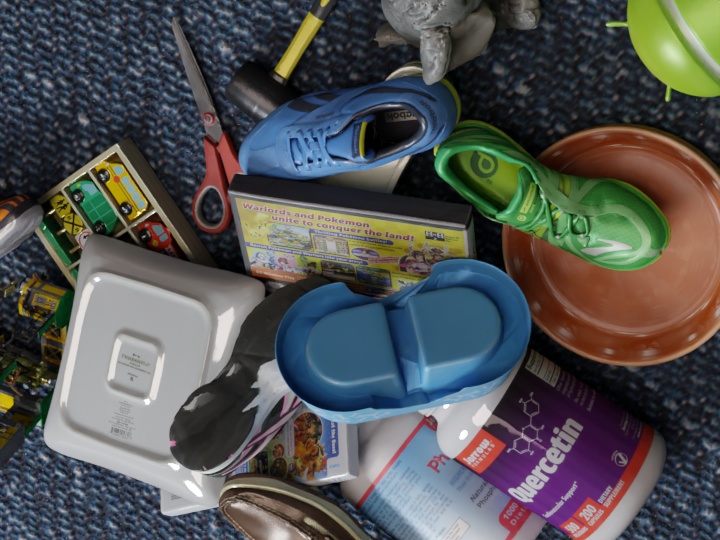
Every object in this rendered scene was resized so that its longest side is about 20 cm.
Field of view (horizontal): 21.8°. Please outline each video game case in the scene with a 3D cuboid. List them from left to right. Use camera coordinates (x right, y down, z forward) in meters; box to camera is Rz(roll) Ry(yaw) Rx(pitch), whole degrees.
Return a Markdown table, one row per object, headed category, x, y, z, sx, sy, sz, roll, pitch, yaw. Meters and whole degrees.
| category | x | y | z | sx | sy | sz | roll | pitch | yaw |
| --- | --- | --- | --- | --- | --- | --- | --- | --- | --- |
| video game case | -0.090 | 0.123 | 1.593 | 0.200 | 0.018 | 0.143 | -16 | 66 | 32 |
| video game case | 0.000 | 0.000 | 1.543 | 0.200 | 0.026 | 0.181 | 9 | 142 | 15 |

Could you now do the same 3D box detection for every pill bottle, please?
| category | x | y | z | sx | sy | sz | roll | pitch | yaw |
| --- | --- | --- | --- | --- | --- | --- | --- | --- | --- |
| pill bottle | 0.055 | 0.181 | 1.591 | 0.200 | 0.109 | 0.109 | 38 | 116 | 5 |
| pill bottle | 0.142 | 0.132 | 1.525 | 0.200 | 0.112 | 0.112 | 33 | 116 | -2 |

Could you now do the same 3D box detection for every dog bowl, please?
| category | x | y | z | sx | sy | sz | roll | pitch | yaw |
| --- | --- | --- | --- | --- | --- | --- | --- | --- | --- |
| dog bowl | 0.035 | 0.060 | 1.463 | 0.200 | 0.050 | 0.112 | -12 | 62 | -1 |

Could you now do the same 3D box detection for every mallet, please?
| category | x | y | z | sx | sy | sz | roll | pitch | yaw |
| --- | --- | --- | --- | --- | --- | --- | --- | --- | --- |
| mallet | -0.048 | -0.210 | 1.543 | 0.066 | 0.041 | 0.200 | 29 | 111 | 6 |

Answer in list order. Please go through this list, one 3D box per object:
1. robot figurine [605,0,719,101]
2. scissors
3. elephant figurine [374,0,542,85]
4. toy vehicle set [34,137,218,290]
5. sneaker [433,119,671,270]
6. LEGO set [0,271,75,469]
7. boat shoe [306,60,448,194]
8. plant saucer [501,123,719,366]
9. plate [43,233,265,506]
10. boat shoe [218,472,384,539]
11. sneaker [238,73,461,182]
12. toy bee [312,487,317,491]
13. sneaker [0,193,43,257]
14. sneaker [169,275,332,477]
| category | x | y | z | sx | sy | sz | roll | pitch | yaw |
| --- | --- | --- | --- | --- | --- | --- | --- | --- | --- |
| robot figurine | 0.283 | -0.205 | 1.370 | 0.200 | 0.116 | 0.175 | -33 | 102 | 27 |
| scissors | -0.120 | -0.121 | 1.612 | 0.073 | 0.014 | 0.200 | 2 | 107 | 23 |
| elephant figurine | 0.055 | -0.216 | 1.406 | 0.141 | 0.200 | 0.155 | 12 | 111 | 17 |
| toy vehicle set | -0.200 | -0.004 | 1.672 | 0.124 | 0.027 | 0.200 | -32 | 94 | 27 |
| sneaker | 0.143 | -0.050 | 1.459 | 0.200 | 0.084 | 0.074 | 25 | 114 | 12 |
| LEGO set | -0.346 | 0.089 | 1.677 | 0.116 | 0.200 | 0.154 | 18 | 139 | 16 |
| boat shoe | 0.008 | -0.094 | 1.544 | 0.073 | 0.062 | 0.200 | 39 | 116 | 1 |
| plant saucer | 0.214 | -0.021 | 1.505 | 0.200 | 0.032 | 0.200 | 6 | 109 | 19 |
| plate | -0.187 | 0.084 | 1.610 | 0.199 | 0.032 | 0.200 | 15 | 96 | 30 |
| boat shoe | -0.031 | 0.240 | 1.540 | 0.202 | 0.075 | 0.075 | 29 | 139 | -10 |
| sneaker | -0.020 | -0.107 | 1.472 | 0.200 | 0.078 | 0.066 | -13 | 104 | 27 |
| toy bee | -0.067 | 0.191 | 1.644 | 0.109 | 0.131 | 0.200 | -39 | 79 | 3 |
| sneaker | -0.373 | -0.048 | 1.682 | 0.200 | 0.078 | 0.112 | -28 | 94 | 40 |
| sneaker | -0.076 | 0.090 | 1.536 | 0.200 | 0.086 | 0.080 | -42 | 71 | -9 |
